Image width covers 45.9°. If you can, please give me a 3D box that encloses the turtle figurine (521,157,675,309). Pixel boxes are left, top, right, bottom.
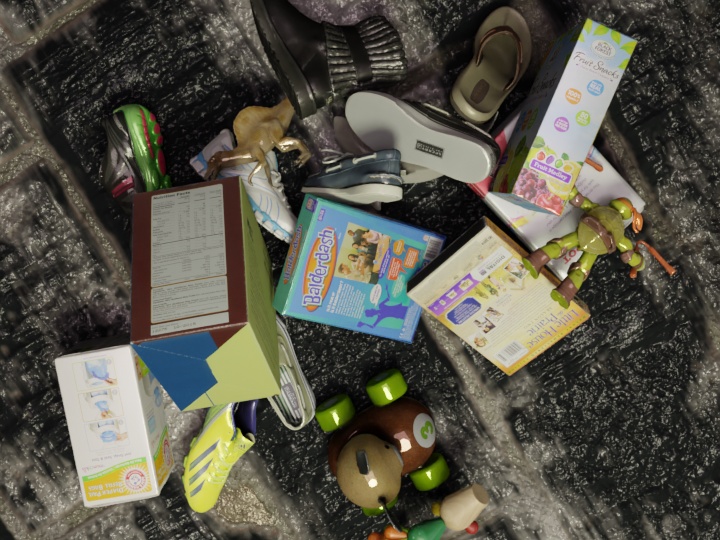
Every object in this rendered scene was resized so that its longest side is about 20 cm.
[{"bbox_3d":[0.286,-0.031,1.032,0.161,0.064,0.200,-43,97,-6],"label":"turtle figurine"}]

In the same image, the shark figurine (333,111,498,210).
[{"bbox_3d":[0.073,-0.144,1.106,0.211,0.090,0.130,-4,99,3],"label":"shark figurine"}]

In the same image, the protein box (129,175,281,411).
[{"bbox_3d":[-0.184,0.032,1.033,0.133,0.199,0.202,-9,59,1],"label":"protein box"}]

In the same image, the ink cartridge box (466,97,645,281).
[{"bbox_3d":[0.244,-0.108,1.109,0.146,0.083,0.200,-44,95,4],"label":"ink cartridge box"}]

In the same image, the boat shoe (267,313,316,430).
[{"bbox_3d":[-0.118,0.122,1.151,0.071,0.062,0.201,-31,95,4],"label":"boat shoe"}]

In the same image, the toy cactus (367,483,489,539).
[{"bbox_3d":[0.104,0.341,1.107,0.165,0.199,0.103,-46,57,29],"label":"toy cactus"}]

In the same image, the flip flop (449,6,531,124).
[{"bbox_3d":[0.170,-0.264,1.060,0.081,0.058,0.201,33,55,-2],"label":"flip flop"}]

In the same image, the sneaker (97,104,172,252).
[{"bbox_3d":[-0.300,-0.115,1.126,0.083,0.077,0.203,-4,94,18],"label":"sneaker"}]

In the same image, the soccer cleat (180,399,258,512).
[{"bbox_3d":[-0.186,0.241,1.156,0.083,0.064,0.203,19,96,28],"label":"soccer cleat"}]

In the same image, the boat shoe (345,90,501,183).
[{"bbox_3d":[0.076,-0.168,1.043,0.198,0.064,0.071,27,127,11],"label":"boat shoe"}]

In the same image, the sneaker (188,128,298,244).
[{"bbox_3d":[-0.125,-0.110,1.119,0.199,0.075,0.087,39,90,-5],"label":"sneaker"}]

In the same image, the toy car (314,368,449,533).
[{"bbox_3d":[0.029,0.247,1.097,0.156,0.200,0.166,-27,97,4],"label":"toy car"}]

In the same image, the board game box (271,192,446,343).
[{"bbox_3d":[0.000,0.000,1.104,0.198,0.045,0.154,15,98,-29],"label":"board game box"}]

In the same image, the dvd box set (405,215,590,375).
[{"bbox_3d":[0.178,0.038,1.104,0.199,0.030,0.146,37,120,-20],"label":"dvd box set"}]

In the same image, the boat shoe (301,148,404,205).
[{"bbox_3d":[-0.013,-0.119,1.066,0.074,0.199,0.063,9,88,-27],"label":"boat shoe"}]

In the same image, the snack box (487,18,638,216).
[{"bbox_3d":[0.224,-0.170,0.976,0.067,0.169,0.202,24,95,-3],"label":"snack box"}]

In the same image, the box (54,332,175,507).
[{"bbox_3d":[-0.323,0.195,1.136,0.100,0.113,0.203,-9,96,0],"label":"box"}]

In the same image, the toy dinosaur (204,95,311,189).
[{"bbox_3d":[-0.108,-0.173,1.078,0.101,0.058,0.200,43,73,-1],"label":"toy dinosaur"}]

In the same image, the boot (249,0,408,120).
[{"bbox_3d":[-0.045,-0.304,1.085,0.156,0.079,0.213,-25,80,-8],"label":"boot"}]
